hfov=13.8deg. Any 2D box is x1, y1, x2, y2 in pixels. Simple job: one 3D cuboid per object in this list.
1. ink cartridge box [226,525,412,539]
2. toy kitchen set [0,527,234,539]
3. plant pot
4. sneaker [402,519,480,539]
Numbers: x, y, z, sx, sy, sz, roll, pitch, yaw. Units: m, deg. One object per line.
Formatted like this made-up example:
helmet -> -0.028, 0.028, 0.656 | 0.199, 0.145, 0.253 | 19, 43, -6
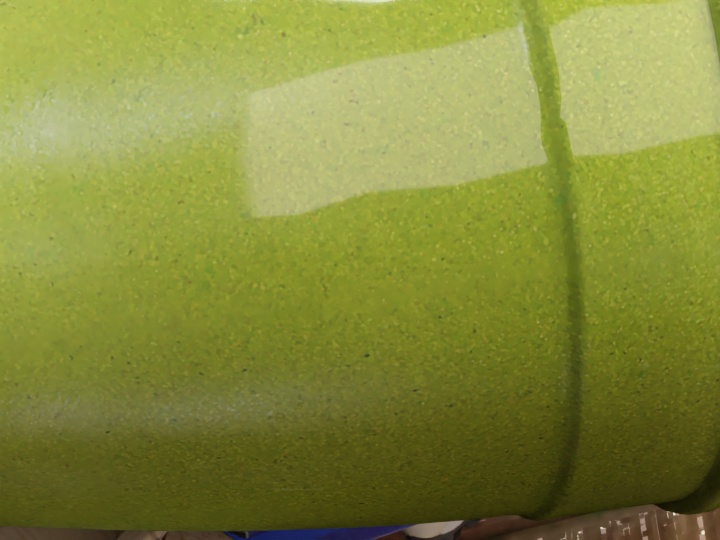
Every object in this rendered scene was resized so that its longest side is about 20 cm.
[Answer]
ink cartridge box -> 0.000, 0.000, 0.792 | 0.099, 0.039, 0.201 | -18, 123, -21
toy kitchen set -> -0.036, 0.176, 0.694 | 0.163, 0.180, 0.200 | -47, 123, -10
plant pot -> -0.038, -0.028, 0.632 | 0.192, 0.200, 0.201 | -11, 98, -11
sneaker -> 0.027, -0.020, 0.901 | 0.093, 0.070, 0.201 | 19, 92, 2
